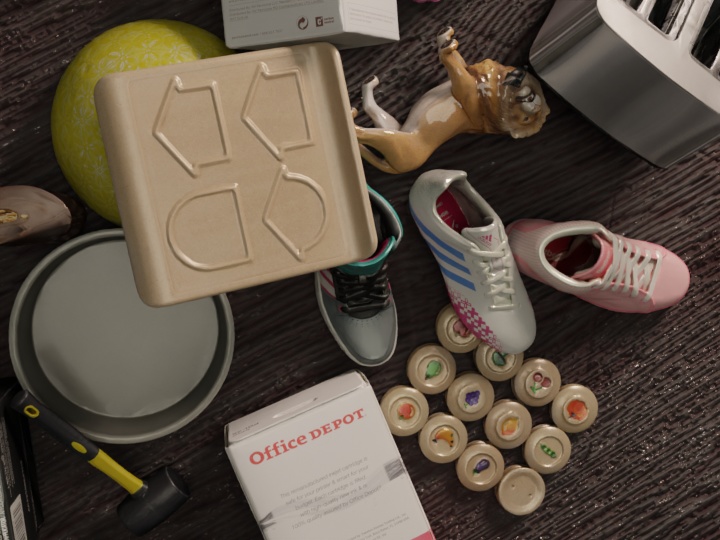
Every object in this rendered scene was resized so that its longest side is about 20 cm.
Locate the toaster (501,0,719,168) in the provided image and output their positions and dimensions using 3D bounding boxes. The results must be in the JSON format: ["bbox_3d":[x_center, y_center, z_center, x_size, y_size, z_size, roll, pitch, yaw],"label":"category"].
[{"bbox_3d":[0.261,-0.208,0.889,0.181,0.119,0.200,34,65,-10],"label":"toaster"}]

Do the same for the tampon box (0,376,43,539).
[{"bbox_3d":[-0.396,0.189,0.855,0.200,0.126,0.150,-8,97,-8],"label":"tampon box"}]

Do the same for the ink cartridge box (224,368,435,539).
[{"bbox_3d":[-0.025,0.214,0.938,0.146,0.083,0.200,-23,100,-6],"label":"ink cartridge box"}]

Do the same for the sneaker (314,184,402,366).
[{"bbox_3d":[0.000,0.000,0.900,0.083,0.121,0.200,-16,99,-7],"label":"sneaker"}]

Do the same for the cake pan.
[{"bbox_3d":[-0.217,0.059,0.909,0.200,0.037,0.201,-2,100,-10],"label":"cake pan"}]

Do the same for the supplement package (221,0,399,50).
[{"bbox_3d":[-0.047,-0.293,0.843,0.117,0.117,0.200,-1,97,26],"label":"supplement package"}]

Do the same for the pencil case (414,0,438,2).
[{"bbox_3d":[0.116,-0.325,0.904,0.200,0.083,0.087,-31,61,-4],"label":"pencil case"}]

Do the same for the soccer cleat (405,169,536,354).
[{"bbox_3d":[0.113,-0.006,0.926,0.070,0.086,0.200,-37,99,-22],"label":"soccer cleat"}]

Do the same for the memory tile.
[{"bbox_3d":[0.130,0.140,0.989,0.200,0.017,0.153,35,90,-11],"label":"memory tile"}]

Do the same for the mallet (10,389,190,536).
[{"bbox_3d":[-0.243,0.176,0.889,0.066,0.041,0.200,-45,125,5],"label":"mallet"}]

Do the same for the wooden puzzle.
[{"bbox_3d":[-0.100,-0.080,0.808,0.200,0.046,0.186,-13,95,-15],"label":"wooden puzzle"}]

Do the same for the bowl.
[{"bbox_3d":[-0.175,-0.126,0.866,0.200,0.108,0.201,-1,96,-9],"label":"bowl"}]

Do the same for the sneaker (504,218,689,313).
[{"bbox_3d":[0.240,-0.001,0.947,0.200,0.105,0.075,15,92,-11],"label":"sneaker"}]

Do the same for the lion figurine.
[{"bbox_3d":[0.071,-0.143,0.929,0.200,0.073,0.123,-29,118,9],"label":"lion figurine"}]

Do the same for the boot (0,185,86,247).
[{"bbox_3d":[-0.322,-0.043,0.803,0.186,0.200,0.064,-5,97,-9],"label":"boot"}]
